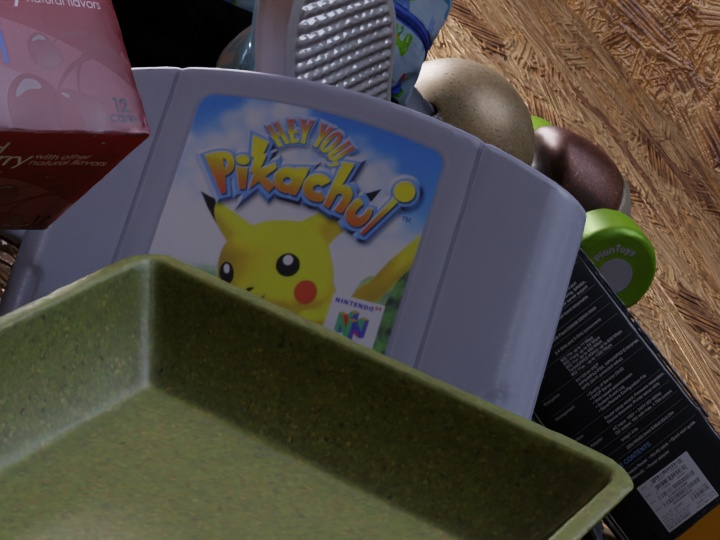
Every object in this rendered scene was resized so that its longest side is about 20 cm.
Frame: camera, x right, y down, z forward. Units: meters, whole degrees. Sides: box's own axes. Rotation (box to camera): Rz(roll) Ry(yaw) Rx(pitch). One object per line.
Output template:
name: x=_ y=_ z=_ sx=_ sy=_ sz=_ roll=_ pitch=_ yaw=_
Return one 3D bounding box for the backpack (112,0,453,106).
backpack: x=-0.055 y=-0.143 z=0.904 sx=0.200 sy=0.154 sz=0.163 roll=32 pitch=-14 yaw=17

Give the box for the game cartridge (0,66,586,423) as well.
game cartridge: x=-0.026 y=-0.002 z=0.683 sx=0.199 sy=0.134 sz=0.040 roll=14 pitch=-17 yaw=12

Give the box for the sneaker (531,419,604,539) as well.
sneaker: x=0.053 y=0.091 z=0.758 sx=0.104 sy=0.060 sz=0.200 roll=57 pitch=-7 yaw=12

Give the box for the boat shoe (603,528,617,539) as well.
boat shoe: x=0.079 y=0.135 z=0.890 sx=0.200 sy=0.062 sz=0.074 roll=26 pitch=39 yaw=-66

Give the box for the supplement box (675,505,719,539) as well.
supplement box: x=0.226 y=0.211 z=0.879 sx=0.198 sy=0.132 sz=0.200 roll=57 pitch=-12 yaw=24

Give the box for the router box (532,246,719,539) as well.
router box: x=0.096 y=0.045 z=0.858 sx=0.150 sy=0.062 sz=0.200 roll=52 pitch=1 yaw=2

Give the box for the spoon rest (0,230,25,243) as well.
spoon rest: x=-0.148 y=-0.056 z=0.740 sx=0.200 sy=0.061 sz=0.100 roll=39 pitch=18 yaw=-53

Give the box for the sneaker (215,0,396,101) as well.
sneaker: x=-0.034 y=-0.077 z=0.792 sx=0.082 sy=0.074 sz=0.200 roll=31 pitch=-22 yaw=18

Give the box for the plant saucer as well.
plant saucer: x=-0.049 y=0.077 z=0.561 sx=0.199 sy=0.048 sz=0.200 roll=24 pitch=30 yaw=25

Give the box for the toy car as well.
toy car: x=0.044 y=-0.055 z=1.058 sx=0.200 sy=0.158 sz=0.164 roll=46 pitch=8 yaw=-30

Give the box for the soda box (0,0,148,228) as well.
soda box: x=-0.164 y=-0.053 z=0.541 sx=0.199 sy=0.070 sz=0.064 roll=-2 pitch=66 yaw=-42
